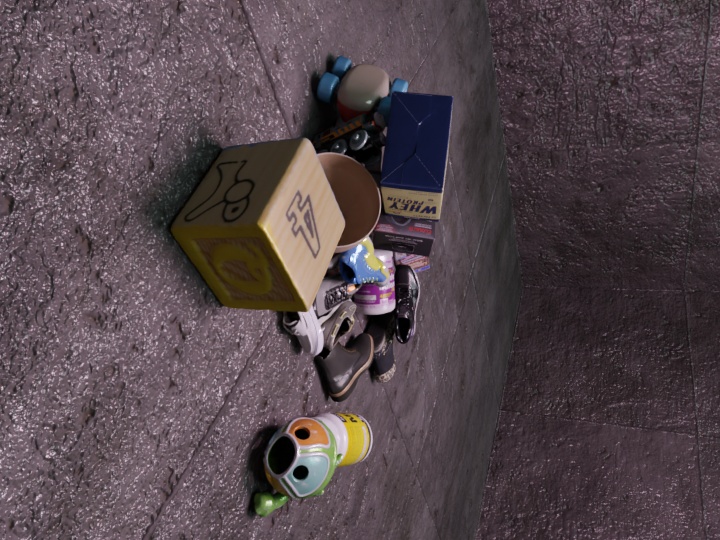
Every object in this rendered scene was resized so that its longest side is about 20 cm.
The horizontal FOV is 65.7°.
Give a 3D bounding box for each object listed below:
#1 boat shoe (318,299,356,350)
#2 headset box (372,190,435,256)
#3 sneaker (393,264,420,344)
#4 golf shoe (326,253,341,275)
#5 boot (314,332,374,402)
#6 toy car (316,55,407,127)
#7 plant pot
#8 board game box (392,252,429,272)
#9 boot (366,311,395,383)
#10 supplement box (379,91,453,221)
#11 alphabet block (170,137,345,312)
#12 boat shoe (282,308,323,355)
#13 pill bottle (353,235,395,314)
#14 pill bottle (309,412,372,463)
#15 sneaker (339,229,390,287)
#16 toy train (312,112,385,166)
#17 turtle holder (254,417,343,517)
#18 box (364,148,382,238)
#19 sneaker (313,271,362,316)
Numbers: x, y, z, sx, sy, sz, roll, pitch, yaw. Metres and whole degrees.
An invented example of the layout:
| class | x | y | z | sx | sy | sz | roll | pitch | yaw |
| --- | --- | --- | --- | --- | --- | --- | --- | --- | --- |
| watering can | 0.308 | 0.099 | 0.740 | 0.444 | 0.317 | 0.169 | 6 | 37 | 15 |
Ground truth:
| class | x | y | z | sx | sy | sz | roll | pitch | yaw |
| --- | --- | --- | --- | --- | --- | --- | --- | --- | --- |
| boat shoe | -0.051 | 0.125 | 1.291 | 0.201 | 0.059 | 0.074 | -38 | 149 | -61 |
| headset box | 0.107 | -0.130 | 1.349 | 0.078 | 0.143 | 0.206 | 99 | -2 | -57 |
| sneaker | 0.120 | 0.090 | 1.470 | 0.088 | 0.073 | 0.209 | -39 | 128 | -79 |
| golf shoe | -0.055 | -0.099 | 1.287 | 0.092 | 0.070 | 0.207 | 49 | 47 | -54 |
| boot | -0.034 | 0.191 | 1.346 | 0.202 | 0.075 | 0.141 | -62 | 138 | -46 |
| toy car | -0.006 | -0.365 | 1.332 | 0.204 | 0.179 | 0.179 | 106 | 8 | -46 |
| plant pot | -0.064 | -0.121 | 1.173 | 0.135 | 0.193 | 0.207 | 122 | -19 | -68 |
| board game box | 0.116 | -0.105 | 1.507 | 0.201 | 0.093 | 0.164 | 70 | 4 | -63 |
| boot | 0.071 | 0.194 | 1.570 | 0.206 | 0.071 | 0.158 | -61 | 147 | -45 |
| supplement box | 0.123 | -0.240 | 1.213 | 0.200 | 0.129 | 0.208 | 65 | 33 | -76 |
| alphabet block | -0.160 | -0.074 | 0.935 | 0.199 | 0.189 | 0.204 | 63 | 39 | -41 |
| boat shoe | -0.132 | 0.097 | 1.149 | 0.065 | 0.072 | 0.206 | -36 | 122 | -39 |
| pill bottle | 0.032 | 0.000 | 1.431 | 0.112 | 0.108 | 0.209 | -22 | 110 | -62 |
| pill bottle | -0.059 | 0.379 | 1.246 | 0.199 | 0.110 | 0.119 | 29 | 65 | -62 |
| sneaker | 0.000 | 0.000 | 1.289 | 0.107 | 0.074 | 0.202 | -56 | 139 | -21 |
| toy train | -0.029 | -0.272 | 1.212 | 0.085 | 0.195 | 0.118 | 36 | 46 | -43 |
| turtle holder | -0.136 | 0.372 | 1.086 | 0.131 | 0.182 | 0.144 | 36 | 26 | -59 |
| box | 0.024 | -0.203 | 1.369 | 0.204 | 0.039 | 0.159 | -87 | -176 | -46 |
| sneaker | -0.061 | 0.048 | 1.274 | 0.200 | 0.077 | 0.077 | -39 | 127 | -57 |
